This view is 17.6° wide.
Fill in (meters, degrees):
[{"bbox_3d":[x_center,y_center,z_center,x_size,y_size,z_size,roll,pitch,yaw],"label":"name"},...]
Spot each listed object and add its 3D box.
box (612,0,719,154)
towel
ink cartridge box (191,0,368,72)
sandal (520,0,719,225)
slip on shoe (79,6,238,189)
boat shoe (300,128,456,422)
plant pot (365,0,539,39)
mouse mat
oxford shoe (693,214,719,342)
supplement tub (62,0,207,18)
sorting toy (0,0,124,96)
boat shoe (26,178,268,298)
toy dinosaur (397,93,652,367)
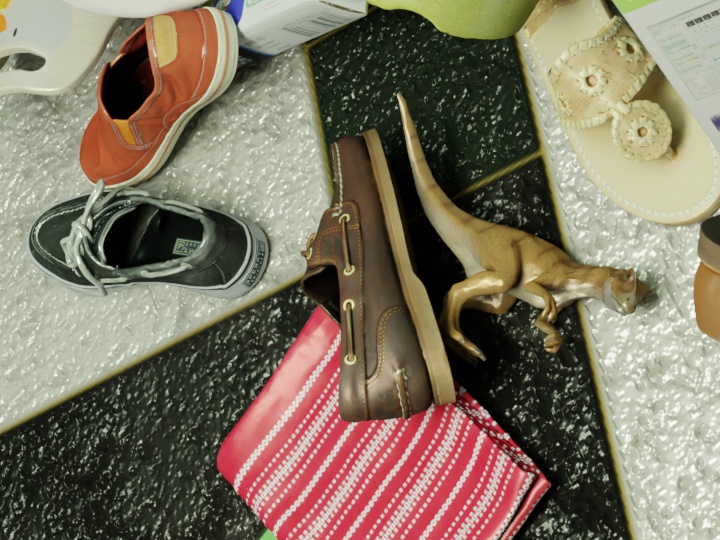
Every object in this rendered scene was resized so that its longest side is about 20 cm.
[{"bbox_3d":[0.218,-0.118,1.130,0.144,0.200,0.036,-20,33,32],"label":"box"},{"bbox_3d":[0.006,0.114,1.324,0.145,0.022,0.200,-55,49,11],"label":"towel"},{"bbox_3d":[-0.040,-0.235,1.431,0.198,0.047,0.200,-13,63,63],"label":"ink cartridge box"},{"bbox_3d":[0.123,-0.112,1.282,0.078,0.070,0.212,-41,53,21],"label":"sandal"},{"bbox_3d":[-0.142,-0.110,1.471,0.200,0.061,0.074,-38,56,56],"label":"slip on shoe"},{"bbox_3d":[0.000,0.000,1.318,0.070,0.070,0.200,-14,47,1],"label":"boat shoe"},{"bbox_3d":[0.063,-0.233,1.253,0.200,0.200,0.184,46,124,39],"label":"plant pot"},{"bbox_3d":[0.013,0.187,1.310,0.161,0.008,0.200,-51,49,13],"label":"mouse mat"},{"bbox_3d":[0.247,0.041,1.144,0.200,0.071,0.071,31,124,40],"label":"oxford shoe"},{"bbox_3d":[-0.138,-0.274,1.436,0.145,0.145,0.200,-22,54,32],"label":"supplement tub"},{"bbox_3d":[-0.212,-0.164,1.519,0.200,0.107,0.180,-19,43,34],"label":"sorting toy"},{"bbox_3d":[-0.152,-0.019,1.476,0.199,0.068,0.074,13,83,41],"label":"boat shoe"},{"bbox_3d":[0.075,-0.005,1.304,0.200,0.060,0.106,31,82,31],"label":"toy dinosaur"}]
